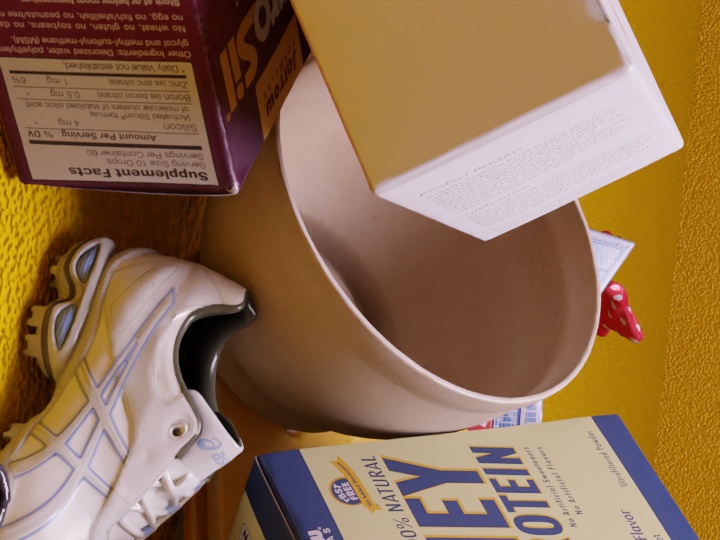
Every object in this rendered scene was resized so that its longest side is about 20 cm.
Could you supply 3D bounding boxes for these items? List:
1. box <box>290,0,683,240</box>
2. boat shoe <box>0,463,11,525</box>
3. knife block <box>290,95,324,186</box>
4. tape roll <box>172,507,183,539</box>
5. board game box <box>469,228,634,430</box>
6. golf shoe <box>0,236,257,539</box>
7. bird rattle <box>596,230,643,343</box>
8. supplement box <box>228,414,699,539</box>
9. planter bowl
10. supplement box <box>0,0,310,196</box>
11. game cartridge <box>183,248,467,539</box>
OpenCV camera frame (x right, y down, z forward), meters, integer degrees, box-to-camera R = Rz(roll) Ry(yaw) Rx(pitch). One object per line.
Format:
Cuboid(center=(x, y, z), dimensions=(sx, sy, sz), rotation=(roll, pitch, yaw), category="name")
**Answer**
Cuboid(center=(0.047, -0.109, 0.723), dimensions=(0.153, 0.106, 0.200), rotation=(67, 13, 10), category="box")
Cuboid(center=(-0.179, 0.077, 0.548), dimensions=(0.200, 0.060, 0.075), rotation=(18, 78, -72), category="boat shoe")
Cuboid(center=(-0.065, -0.133, 0.862), dimensions=(0.175, 0.063, 0.202), rotation=(-24, 118, -70), category="knife block")
Cuboid(center=(-0.043, 0.184, 1.000), dimensions=(0.202, 0.070, 0.204), rotation=(4, 90, -73), category="tape roll")
Cuboid(center=(0.067, 0.029, 1.099), dimensions=(0.062, 0.198, 0.202), rotation=(-152, -116, -78), category="board game box")
Cuboid(center=(-0.102, 0.084, 0.743), dimensions=(0.078, 0.096, 0.202), rotation=(54, 44, -67), category="golf shoe")
Cuboid(center=(0.085, 0.019, 1.203), dimensions=(0.162, 0.199, 0.114), rotation=(10, 84, -49), category="bird rattle")
Cuboid(center=(0.038, 0.192, 0.818), dimensions=(0.135, 0.199, 0.201), rotation=(60, -37, 41), category="supplement box")
Cuboid(center=(0.000, 0.000, 0.854), dimensions=(0.199, 0.135, 0.201), rotation=(25, 47, -30), category="planter bowl")
Cuboid(center=(-0.092, -0.148, 0.702), dimensions=(0.131, 0.102, 0.201), rotation=(-69, 157, -47), category="supplement box")
Cuboid(center=(-0.013, 0.097, 0.929), dimensions=(0.199, 0.032, 0.178), rotation=(26, 50, -42), category="game cartridge")
